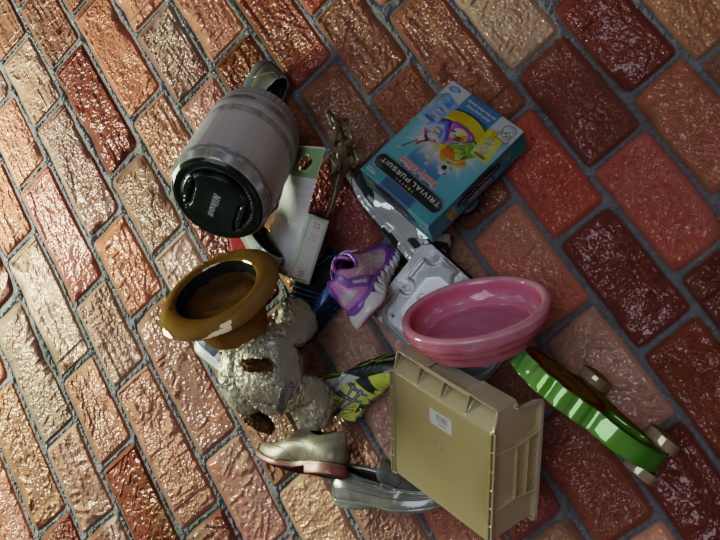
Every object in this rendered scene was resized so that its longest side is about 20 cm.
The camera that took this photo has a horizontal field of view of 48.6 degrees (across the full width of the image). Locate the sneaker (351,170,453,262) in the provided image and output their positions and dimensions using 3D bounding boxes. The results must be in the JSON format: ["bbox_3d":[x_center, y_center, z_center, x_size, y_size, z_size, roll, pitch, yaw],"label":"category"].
[{"bbox_3d":[0.064,-0.085,1.226,0.080,0.074,0.201,-44,77,9],"label":"sneaker"}]

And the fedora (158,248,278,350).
[{"bbox_3d":[-0.192,0.054,1.146,0.196,0.083,0.203,-19,35,14],"label":"fedora"}]

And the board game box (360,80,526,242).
[{"bbox_3d":[0.121,-0.164,1.171,0.200,0.047,0.151,-44,60,-8],"label":"board game box"}]

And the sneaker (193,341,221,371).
[{"bbox_3d":[-0.192,0.122,1.303,0.197,0.069,0.111,29,114,28],"label":"sneaker"}]

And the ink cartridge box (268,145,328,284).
[{"bbox_3d":[-0.093,-0.092,1.266,0.145,0.047,0.205,21,92,64],"label":"ink cartridge box"}]

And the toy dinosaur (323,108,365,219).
[{"bbox_3d":[-0.033,-0.166,1.269,0.057,0.101,0.206,7,77,-14],"label":"toy dinosaur"}]

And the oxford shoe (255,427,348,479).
[{"bbox_3d":[-0.087,0.276,1.241,0.197,0.070,0.077,-4,69,42],"label":"oxford shoe"}]

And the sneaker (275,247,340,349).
[{"bbox_3d":[-0.088,0.053,1.283,0.200,0.070,0.078,-45,55,13],"label":"sneaker"}]

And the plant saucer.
[{"bbox_3d":[0.152,0.068,1.038,0.196,0.201,0.052,-5,110,24],"label":"plant saucer"}]

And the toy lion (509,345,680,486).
[{"bbox_3d":[0.282,0.169,1.006,0.069,0.190,0.200,-54,43,10],"label":"toy lion"}]

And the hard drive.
[{"bbox_3d":[0.127,0.072,1.159,0.199,0.038,0.140,42,101,6],"label":"hard drive"}]

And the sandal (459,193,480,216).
[{"bbox_3d":[0.107,-0.134,1.223,0.198,0.045,0.076,29,74,36],"label":"sandal"}]

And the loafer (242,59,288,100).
[{"bbox_3d":[-0.182,-0.257,1.349,0.069,0.074,0.204,27,95,40],"label":"loafer"}]

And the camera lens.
[{"bbox_3d":[-0.188,-0.164,1.221,0.156,0.162,0.202,-4,41,24],"label":"camera lens"}]

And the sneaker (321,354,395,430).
[{"bbox_3d":[0.000,0.185,1.226,0.197,0.075,0.078,-23,85,30],"label":"sneaker"}]

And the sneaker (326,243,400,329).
[{"bbox_3d":[0.000,0.000,1.172,0.088,0.201,0.081,37,116,-6],"label":"sneaker"}]

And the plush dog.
[{"bbox_3d":[-0.151,0.157,1.194,0.170,0.158,0.205,-26,74,43],"label":"plush dog"}]

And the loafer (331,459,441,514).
[{"bbox_3d":[0.043,0.317,1.183,0.195,0.070,0.072,-5,90,25],"label":"loafer"}]

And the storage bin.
[{"bbox_3d":[0.135,0.217,1.058,0.198,0.092,0.204,27,127,46],"label":"storage bin"}]

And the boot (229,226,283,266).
[{"bbox_3d":[-0.203,-0.010,1.288,0.146,0.071,0.201,-56,33,13],"label":"boot"}]
